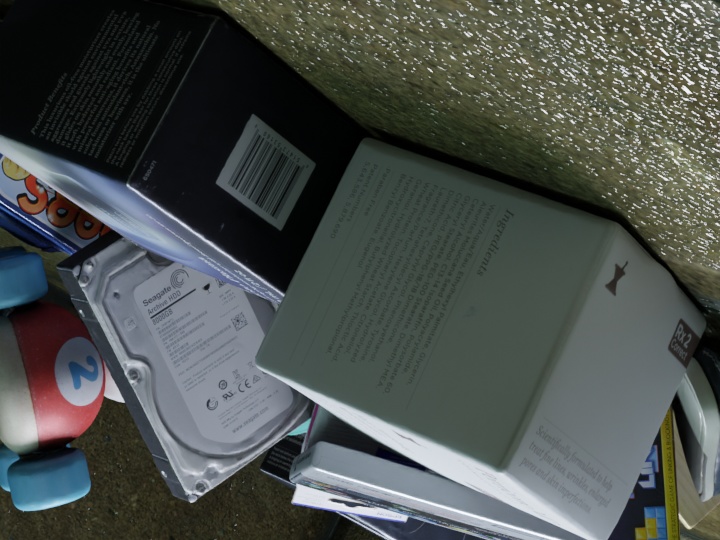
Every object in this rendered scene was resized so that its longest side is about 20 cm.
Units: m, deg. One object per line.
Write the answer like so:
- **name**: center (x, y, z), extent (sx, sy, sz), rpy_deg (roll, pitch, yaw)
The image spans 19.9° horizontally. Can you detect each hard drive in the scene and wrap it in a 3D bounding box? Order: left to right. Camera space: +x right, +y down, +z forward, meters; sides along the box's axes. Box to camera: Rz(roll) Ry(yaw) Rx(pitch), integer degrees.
- **hard drive**: center (-0.119, 0.049, 1.502), extent (0.038, 0.139, 0.201), rpy_deg (6, 125, 59)

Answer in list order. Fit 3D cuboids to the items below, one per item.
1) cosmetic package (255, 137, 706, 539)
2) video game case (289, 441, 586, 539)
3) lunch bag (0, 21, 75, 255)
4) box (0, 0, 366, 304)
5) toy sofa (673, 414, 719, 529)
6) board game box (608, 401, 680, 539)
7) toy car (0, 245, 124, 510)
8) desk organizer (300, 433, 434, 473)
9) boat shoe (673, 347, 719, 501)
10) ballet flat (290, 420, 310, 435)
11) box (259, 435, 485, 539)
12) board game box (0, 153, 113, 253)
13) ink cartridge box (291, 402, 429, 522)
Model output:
- **cosmetic package**: center (0.078, 0.044, 1.288), extent (0.199, 0.166, 0.165), rpy_deg (21, 171, 36)
- **video game case**: center (0.053, 0.161, 1.443), extent (0.198, 0.024, 0.182), rpy_deg (16, 170, -4)
- **lunch bag**: center (-0.241, -0.101, 1.538), extent (0.199, 0.137, 0.132), rpy_deg (35, 168, -34)
- **box**: center (-0.120, -0.081, 1.327), extent (0.198, 0.124, 0.200), rpy_deg (21, 169, 44)
- **toy sofa**: center (0.251, 0.147, 1.695), extent (0.083, 0.097, 0.200), rpy_deg (51, 170, -3)
- **board game box**: center (0.193, 0.132, 1.439), extent (0.056, 0.167, 0.200), rpy_deg (-3, 165, 9)
- **toy car**: center (-0.195, 0.063, 1.580), extent (0.198, 0.186, 0.177), rpy_deg (-14, -173, -15)
- **desk organizer**: center (0.011, 0.107, 1.672), extent (0.071, 0.078, 0.199), rpy_deg (31, 166, -38)
- **boat shoe**: center (0.247, 0.100, 1.391), extent (0.200, 0.061, 0.075), rpy_deg (71, 179, -61)
- **ballet flat**: center (-0.004, 0.080, 1.586), extent (0.072, 0.073, 0.199), rpy_deg (33, 152, -31)
- **box**: center (0.049, 0.146, 1.869), extent (0.199, 0.198, 0.124), rpy_deg (33, 171, -35)
- **board game box**: center (-0.180, -0.077, 1.483), extent (0.034, 0.136, 0.200), rpy_deg (28, 175, 46)
- **ink cartridge box**: center (0.008, 0.127, 1.524), extent (0.094, 0.037, 0.201), rpy_deg (10, 146, -5)
